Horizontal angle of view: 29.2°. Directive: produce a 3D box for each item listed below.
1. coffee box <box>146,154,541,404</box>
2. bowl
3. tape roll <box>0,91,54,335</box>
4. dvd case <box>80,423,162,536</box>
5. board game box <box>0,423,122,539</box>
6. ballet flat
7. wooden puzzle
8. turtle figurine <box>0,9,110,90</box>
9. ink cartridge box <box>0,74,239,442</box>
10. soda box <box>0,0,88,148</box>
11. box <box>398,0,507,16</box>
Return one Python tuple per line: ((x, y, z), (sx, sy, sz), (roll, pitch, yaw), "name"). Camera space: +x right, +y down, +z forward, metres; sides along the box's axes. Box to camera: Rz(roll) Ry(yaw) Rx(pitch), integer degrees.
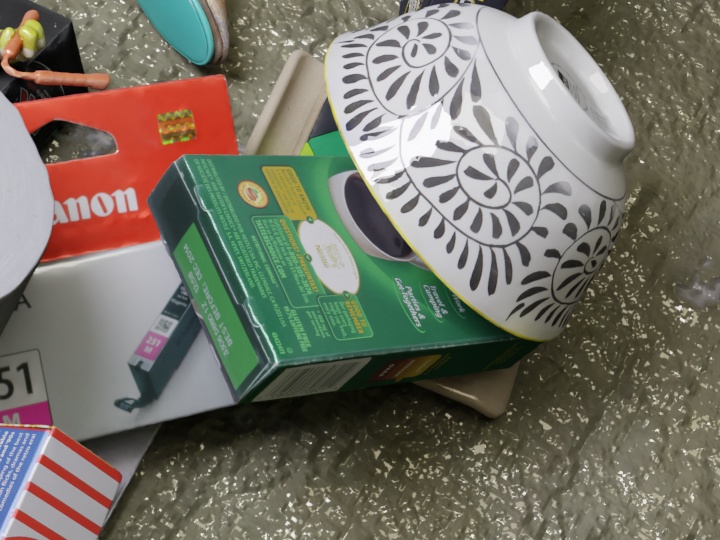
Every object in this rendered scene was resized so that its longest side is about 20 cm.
((0.000, 0.000, 0.711), (0.199, 0.044, 0.124), (-5, 59, -43), "coffee box")
((0.082, -0.072, 0.727), (0.200, 0.094, 0.202), (38, 30, -27), "bowl")
((-0.235, -0.033, 0.587), (0.199, 0.066, 0.201), (22, 39, -19), "tape roll")
((-0.176, 0.058, 0.746), (0.148, 0.016, 0.201), (26, 58, 3), "dvd case")
((-0.206, 0.135, 0.567), (0.199, 0.046, 0.153), (0, 58, 38), "board game box")
((-0.130, -0.215, 0.883), (0.067, 0.068, 0.200), (-31, 73, -34), "ballet flat")
((0.021, -0.030, 0.819), (0.198, 0.037, 0.186), (24, 58, -4), "wooden puzzle")
((-0.240, -0.139, 0.740), (0.198, 0.064, 0.163), (-6, 70, -13), "turtle figurine")
((-0.139, -0.004, 0.711), (0.198, 0.043, 0.175), (-11, 95, -22), "ink cartridge box")
((-0.239, -0.069, 0.769), (0.070, 0.064, 0.201), (25, 58, 17), "soda box")
((0.072, -0.226, 0.861), (0.049, 0.162, 0.201), (18, 51, -11), "box")
